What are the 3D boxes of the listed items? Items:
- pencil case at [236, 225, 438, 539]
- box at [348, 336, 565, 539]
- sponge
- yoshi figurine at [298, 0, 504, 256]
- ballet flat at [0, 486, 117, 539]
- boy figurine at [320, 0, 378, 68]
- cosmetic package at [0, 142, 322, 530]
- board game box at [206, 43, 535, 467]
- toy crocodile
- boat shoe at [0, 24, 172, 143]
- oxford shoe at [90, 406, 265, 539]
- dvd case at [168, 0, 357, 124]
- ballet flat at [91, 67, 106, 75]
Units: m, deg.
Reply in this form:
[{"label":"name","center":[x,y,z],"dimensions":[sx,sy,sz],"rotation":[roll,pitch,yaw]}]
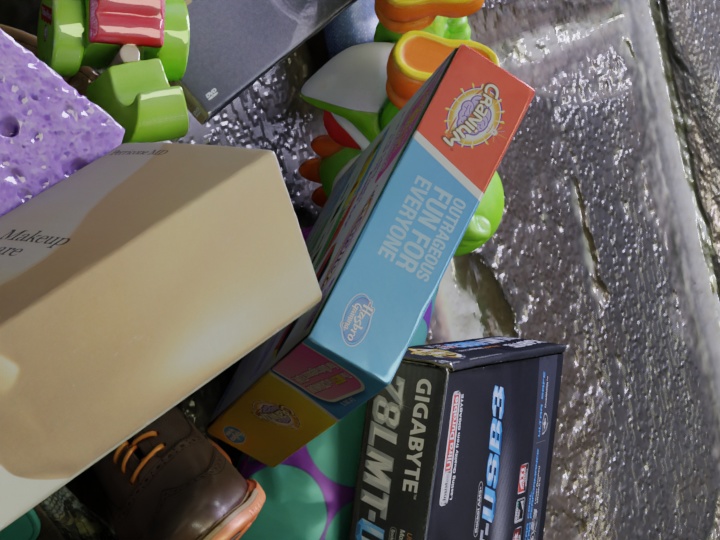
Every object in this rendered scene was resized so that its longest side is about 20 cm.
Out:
[{"label":"pencil case","center":[-0.025,0.075,1.134],"dimensions":[0.092,0.085,0.201],"rotation":[25,68,-25]},{"label":"box","center":[0.049,0.138,1.161],"dimensions":[0.198,0.049,0.202],"rotation":[0,97,-69]},{"label":"sponge","center":[-0.178,-0.001,0.896],"dimensions":[0.111,0.030,0.201],"rotation":[38,67,-39]},{"label":"yoshi figurine","center":[0.041,-0.071,1.145],"dimensions":[0.112,0.200,0.112],"rotation":[41,61,15]},{"label":"ballet flat","center":[-0.154,0.118,1.018],"dimensions":[0.201,0.072,0.072],"rotation":[52,52,-30]},{"label":"boy figurine","center":[0.007,-0.205,1.217],"dimensions":[0.124,0.064,0.202],"rotation":[-7,93,-44]},{"label":"cosmetic package","center":[-0.122,0.024,0.861],"dimensions":[0.200,0.105,0.072],"rotation":[-37,119,-39]},{"label":"board game box","center":[0.000,0.000,1.009],"dimensions":[0.040,0.200,0.154],"rotation":[30,70,-7]},{"label":"toy crocodile","center":[-0.110,-0.149,1.003],"dimensions":[0.067,0.062,0.202],"rotation":[2,72,-20]},{"label":"boat shoe","center":[-0.125,-0.045,1.060],"dimensions":[0.200,0.069,0.071],"rotation":[38,82,-17]},{"label":"oxford shoe","center":[-0.096,0.096,1.001],"dimensions":[0.071,0.200,0.073],"rotation":[-43,102,-6]},{"label":"dvd case","center":[-0.091,-0.188,1.071],"dimensions":[0.200,0.016,0.149],"rotation":[48,59,0]},{"label":"ballet flat","center":[-0.092,-0.165,1.111],"dimensions":[0.072,0.071,0.201],"rotation":[51,54,-30]}]
